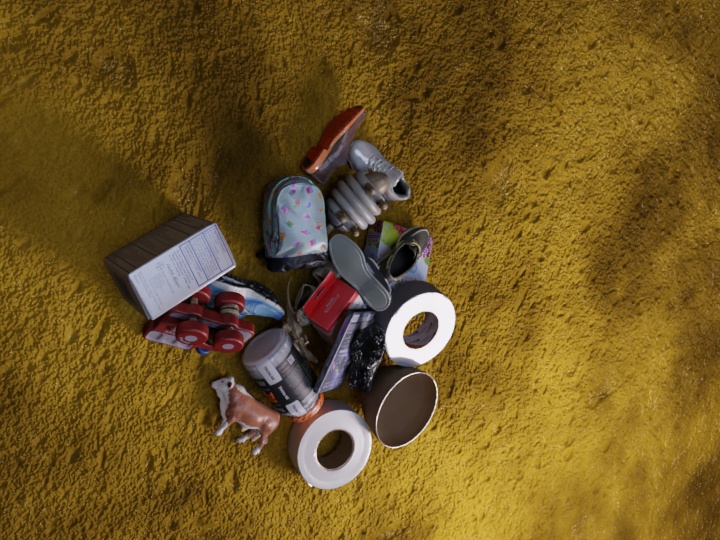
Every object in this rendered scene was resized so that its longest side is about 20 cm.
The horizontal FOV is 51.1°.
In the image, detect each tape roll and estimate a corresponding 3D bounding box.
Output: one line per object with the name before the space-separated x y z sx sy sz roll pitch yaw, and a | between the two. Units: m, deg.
tape roll | -0.075 0.421 1.826 0.199 0.071 0.207 -7 106 -26
tape roll | 0.130 0.128 1.815 0.197 0.066 0.204 -13 120 -23

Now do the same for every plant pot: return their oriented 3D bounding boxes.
plant pot | 0.076 0.316 1.871 0.198 0.134 0.204 -18 120 -33

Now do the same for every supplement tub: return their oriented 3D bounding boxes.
supplement tub | -0.171 0.240 1.707 0.122 0.122 0.202 -41 118 -19

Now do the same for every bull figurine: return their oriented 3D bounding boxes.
bull figurine | -0.268 0.325 1.695 0.199 0.065 0.123 38 82 -31

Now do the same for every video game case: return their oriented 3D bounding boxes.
video game case | -0.035 0.182 1.723 0.203 0.019 0.142 -65 161 8

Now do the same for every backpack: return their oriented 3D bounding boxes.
backpack | -0.141 -0.106 1.654 0.164 0.126 0.205 -10 102 -28

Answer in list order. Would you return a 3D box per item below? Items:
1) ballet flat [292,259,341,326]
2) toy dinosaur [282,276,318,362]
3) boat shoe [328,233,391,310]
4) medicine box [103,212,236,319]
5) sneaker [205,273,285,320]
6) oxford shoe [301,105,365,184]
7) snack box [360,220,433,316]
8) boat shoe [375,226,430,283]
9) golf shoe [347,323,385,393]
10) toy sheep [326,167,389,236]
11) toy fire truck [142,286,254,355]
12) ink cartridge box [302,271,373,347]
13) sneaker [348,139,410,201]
ballet flat | -0.098 0.034 1.750 0.062 0.067 0.202 35 79 -23
toy dinosaur | -0.149 0.118 1.673 0.057 0.101 0.204 -18 90 -5
boat shoe | 0.000 0.000 1.697 0.075 0.060 0.202 -29 100 19
medicine box | -0.375 -0.015 1.481 0.198 0.181 0.104 -33 116 -23
sneaker | -0.257 0.072 1.659 0.198 0.079 0.091 23 106 -31
oxford shoe | -0.050 -0.288 1.716 0.201 0.071 0.073 -50 125 -3
snack box | 0.084 -0.003 1.846 0.166 0.067 0.204 14 84 -35
boat shoe | 0.109 -0.037 1.780 0.202 0.060 0.073 -44 111 -33
golf shoe | 0.018 0.186 1.754 0.095 0.076 0.202 -61 171 -52
toy sheep | -0.014 -0.151 1.725 0.199 0.138 0.138 -39 120 3
toy fire truck | -0.331 0.119 1.564 0.197 0.167 0.114 19 53 -34
ink cartridge box | -0.049 0.103 1.745 0.117 0.067 0.201 -52 149 -14
sneaker | 0.053 -0.237 1.772 0.199 0.099 0.079 38 79 -33
